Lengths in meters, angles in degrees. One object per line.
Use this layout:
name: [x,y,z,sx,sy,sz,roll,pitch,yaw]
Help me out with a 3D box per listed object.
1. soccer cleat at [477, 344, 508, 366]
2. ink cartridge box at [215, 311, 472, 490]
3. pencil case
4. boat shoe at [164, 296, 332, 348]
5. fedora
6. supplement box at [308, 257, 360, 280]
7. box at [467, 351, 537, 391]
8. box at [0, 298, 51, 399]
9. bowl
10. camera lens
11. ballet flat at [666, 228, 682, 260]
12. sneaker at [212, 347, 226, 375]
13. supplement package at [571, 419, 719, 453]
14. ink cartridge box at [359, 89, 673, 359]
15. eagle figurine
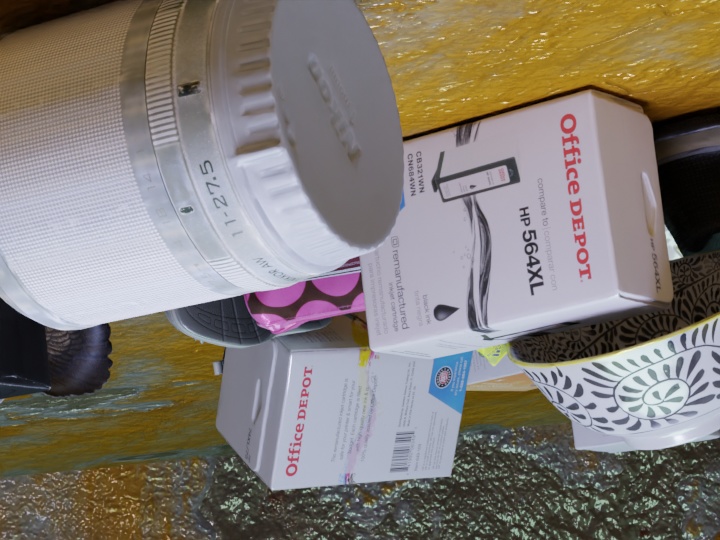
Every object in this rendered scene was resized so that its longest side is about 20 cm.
soccer cleat: [0.108,0.043,1.771,0.065,0.084,0.200,-14,168,36]
ink cartridge box: [-0.019,0.115,1.929,0.200,0.147,0.146,-1,-159,-28]
pencil case: [0.000,0.000,1.592,0.200,0.094,0.091,-12,164,27]
boat shoe: [-0.108,0.035,1.780,0.065,0.075,0.202,-17,174,37]
fedora: [0.281,-0.056,1.467,0.200,0.092,0.201,-7,170,-1]
supplement box: [-0.055,-0.036,1.448,0.109,0.061,0.200,-9,171,8]
box: [0.190,0.056,1.995,0.200,0.107,0.152,-16,166,43]
box: [-0.333,0.024,1.339,0.200,0.149,0.124,-10,170,17]
bowl: [0.212,0.065,1.371,0.201,0.094,0.201,-21,-169,4]
camera lens: [-0.098,-0.061,0.999,0.200,0.160,0.160,-12,169,25]
ballet flat: [0.276,-0.036,1.630,0.200,0.075,0.068,4,166,-45]
sneaker: [-0.075,0.089,2.069,0.129,0.080,0.199,-9,-176,-45]
supplement package: [0.250,0.060,1.790,0.109,0.200,0.114,-11,170,23]
ink cartridge box: [0.102,-0.029,1.355,0.200,0.146,0.084,-15,165,33]
eagle figurine: [-0.283,0.040,1.545,0.151,0.152,0.200,-26,166,-7]
